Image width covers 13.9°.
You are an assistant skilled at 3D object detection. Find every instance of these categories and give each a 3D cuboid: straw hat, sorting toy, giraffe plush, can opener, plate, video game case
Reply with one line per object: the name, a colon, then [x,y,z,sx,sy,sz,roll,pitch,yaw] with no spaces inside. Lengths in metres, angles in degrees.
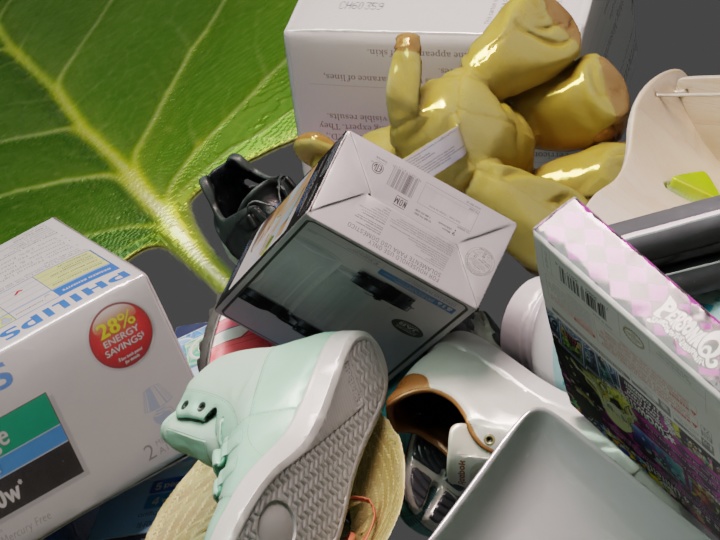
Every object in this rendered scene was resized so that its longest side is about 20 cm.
straw hat: [-0.030,0.172,1.705,0.201,0.085,0.201,-29,36,23]
sorting toy: [0.225,-0.049,1.721,0.200,0.107,0.180,2,18,42]
giraffe plush: [0.054,-0.060,1.815,0.200,0.173,0.162,-12,-10,-36]
can opener: [0.221,-0.016,1.588,0.200,0.053,0.067,-15,21,3]
plate: [0.108,0.201,1.501,0.200,0.200,0.032,-50,-3,-26]
video game case: [0.174,0.076,1.518,0.036,0.181,0.200,-39,59,-14]

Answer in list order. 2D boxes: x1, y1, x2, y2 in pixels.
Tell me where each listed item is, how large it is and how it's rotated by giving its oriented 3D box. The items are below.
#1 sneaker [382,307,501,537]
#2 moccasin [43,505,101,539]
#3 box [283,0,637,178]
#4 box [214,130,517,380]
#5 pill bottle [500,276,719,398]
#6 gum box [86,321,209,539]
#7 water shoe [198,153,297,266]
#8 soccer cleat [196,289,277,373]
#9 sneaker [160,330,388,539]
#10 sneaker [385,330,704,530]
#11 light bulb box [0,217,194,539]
sneaker: [0.047,0.097,1.783,0.080,0.077,0.200,-38,22,27]
moccasin: [-0.202,0.181,1.868,0.068,0.081,0.200,-29,17,13]
box: [0.071,-0.151,1.962,0.200,0.131,0.199,3,36,14]
box: [0.000,0.000,1.738,0.060,0.117,0.200,-65,10,-23]
pill bottle: [0.175,0.047,1.686,0.200,0.111,0.111,7,49,46]
gum box: [-0.065,0.103,1.872,0.170,0.045,0.200,-12,37,27]
water shoe: [-0.051,-0.019,1.996,0.071,0.079,0.200,-41,33,-14]
soccer cleat: [-0.037,0.021,1.864,0.073,0.068,0.200,1,40,32]
sneaker: [-0.068,0.119,1.655,0.118,0.074,0.201,-8,38,35]
sneaker: [0.100,0.110,1.659,0.200,0.073,0.085,27,46,32]
light bulb box: [-0.223,0.079,1.843,0.198,0.125,0.200,-29,21,-15]
